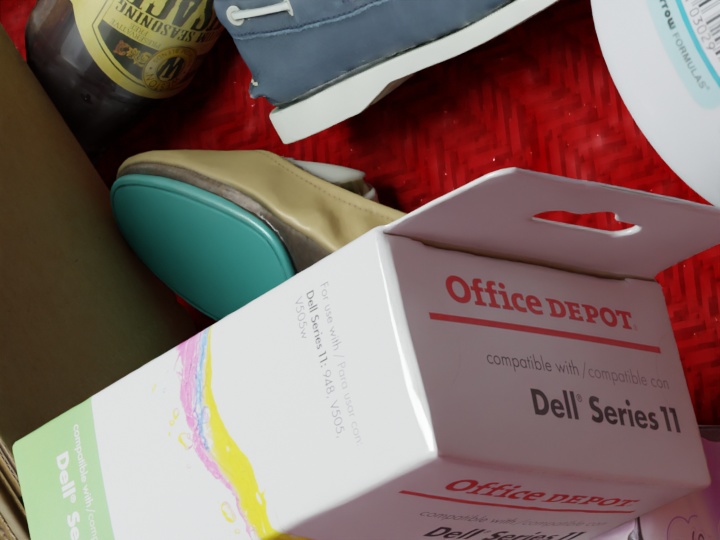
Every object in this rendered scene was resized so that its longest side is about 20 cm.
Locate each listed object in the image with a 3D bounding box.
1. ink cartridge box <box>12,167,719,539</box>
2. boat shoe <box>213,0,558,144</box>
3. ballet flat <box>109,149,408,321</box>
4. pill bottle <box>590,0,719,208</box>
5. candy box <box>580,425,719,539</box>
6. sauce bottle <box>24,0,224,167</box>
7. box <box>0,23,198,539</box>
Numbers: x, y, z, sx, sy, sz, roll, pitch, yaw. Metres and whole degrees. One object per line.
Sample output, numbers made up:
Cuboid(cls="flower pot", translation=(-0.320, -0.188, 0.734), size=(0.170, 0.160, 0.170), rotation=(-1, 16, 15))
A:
Cuboid(cls="ink cartridge box", translation=(0.012, 0.046, 0.814), size=(0.200, 0.117, 0.067), rotation=(-31, 63, 39))
Cuboid(cls="boat shoe", translation=(0.030, -0.104, 0.927), size=(0.200, 0.075, 0.062), rotation=(-26, 101, 48))
Cuboid(cls="ballet flat", translation=(0.000, 0.000, 0.968), size=(0.200, 0.063, 0.069), rotation=(27, 140, 40))
Cuboid(cls="pill bottle", translation=(0.165, -0.097, 0.775), size=(0.200, 0.111, 0.111), rotation=(-30, 69, 39))
Cuboid(cls="candy box", translation=(0.035, 0.138, 0.918), size=(0.200, 0.071, 0.168), rotation=(-9, 82, 43))
Cuboid(cls="sauce bottle", translation=(-0.077, -0.097, 1.040), size=(0.066, 0.066, 0.200), rotation=(53, 125, 31))
Cuboid(cls="box", translation=(-0.112, 0.002, 0.943), size=(0.021, 0.200, 0.164), rotation=(-31, 94, 16))
